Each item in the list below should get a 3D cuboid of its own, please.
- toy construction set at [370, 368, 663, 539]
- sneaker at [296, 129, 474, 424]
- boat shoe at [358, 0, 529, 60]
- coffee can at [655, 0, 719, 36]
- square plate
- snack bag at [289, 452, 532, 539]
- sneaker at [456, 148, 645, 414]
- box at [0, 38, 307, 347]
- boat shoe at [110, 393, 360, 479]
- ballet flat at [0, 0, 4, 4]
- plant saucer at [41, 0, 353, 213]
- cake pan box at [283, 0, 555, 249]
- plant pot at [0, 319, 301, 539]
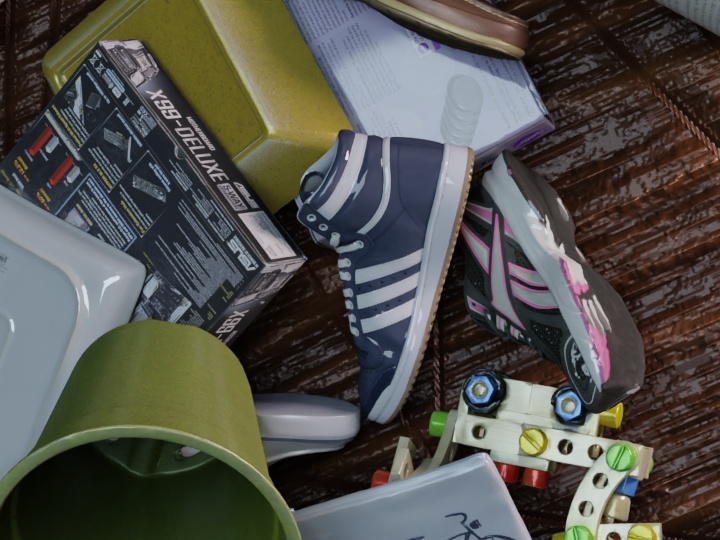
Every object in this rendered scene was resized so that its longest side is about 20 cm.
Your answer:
[{"bbox_3d":[0.109,0.136,1.680,0.198,0.092,0.132,10,87,4],"label":"toy construction set"},{"bbox_3d":[0.000,0.000,1.693,0.108,0.070,0.201,13,110,-6],"label":"sneaker"},{"bbox_3d":[0.027,-0.200,1.689,0.199,0.072,0.068,27,93,19],"label":"boat shoe"},{"bbox_3d":[0.208,-0.248,1.659,0.199,0.146,0.147,31,92,15],"label":"coffee can"},{"bbox_3d":[-0.258,0.046,1.733,0.199,0.028,0.199,28,103,25],"label":"square plate"},{"bbox_3d":[0.041,0.220,1.660,0.187,0.021,0.201,-18,112,19],"label":"snack bag"},{"bbox_3d":[0.116,0.022,1.686,0.086,0.080,0.201,-41,48,20],"label":"sneaker"},{"bbox_3d":[-0.151,-0.029,1.715,0.158,0.050,0.200,-47,71,27],"label":"box"},{"bbox_3d":[-0.094,0.123,1.746,0.199,0.074,0.066,-3,99,18],"label":"boat shoe"},{"bbox_3d":[-0.267,-0.211,1.813,0.200,0.076,0.064,-49,56,6],"label":"ballet flat"},{"bbox_3d":[-0.126,-0.116,1.749,0.200,0.048,0.201,-36,76,31],"label":"plant saucer"},{"bbox_3d":[0.010,-0.143,1.750,0.183,0.052,0.201,-29,78,8],"label":"cake pan box"},{"bbox_3d":[-0.133,0.130,1.606,0.198,0.190,0.201,0,120,-1],"label":"plant pot"}]
